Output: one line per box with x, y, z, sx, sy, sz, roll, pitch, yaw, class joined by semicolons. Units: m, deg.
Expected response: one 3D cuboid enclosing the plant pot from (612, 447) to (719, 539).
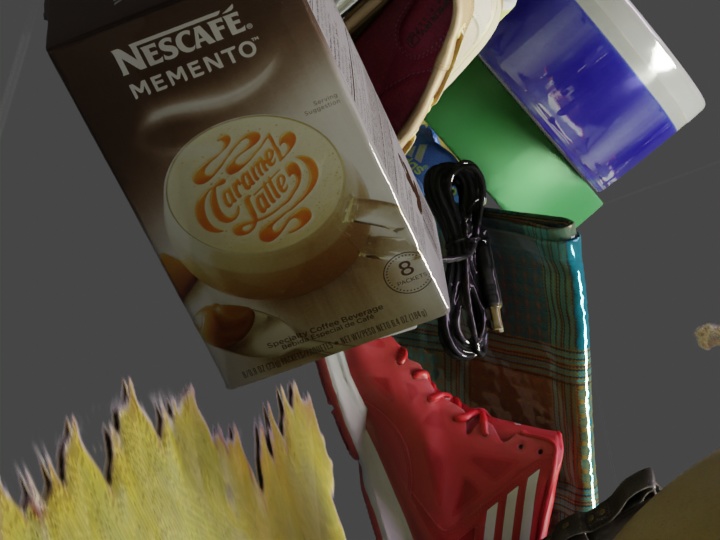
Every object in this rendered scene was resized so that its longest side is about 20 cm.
0.170;0.183;1.237;0.200;0.134;0.201;-20;90;-80;plant pot

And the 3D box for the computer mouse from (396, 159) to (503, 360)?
0.000;0.000;1.399;0.200;0.044;0.110;-6;87;-48;computer mouse

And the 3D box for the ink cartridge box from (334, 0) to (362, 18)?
-0.064;-0.204;1.301;0.200;0.083;0.147;47;9;-1;ink cartridge box

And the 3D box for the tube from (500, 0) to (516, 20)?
-0.003;-0.093;1.360;0.052;0.200;0.058;46;31;-3;tube

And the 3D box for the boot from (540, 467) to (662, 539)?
0.120;0.204;1.444;0.069;0.174;0.200;-101;167;-49;boot

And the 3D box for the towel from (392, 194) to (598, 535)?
0.072;0.060;1.512;0.022;0.146;0.200;-19;111;-44;towel

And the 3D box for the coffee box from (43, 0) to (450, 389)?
-0.049;-0.058;1.181;0.080;0.114;0.200;-96;163;-55;coffee box

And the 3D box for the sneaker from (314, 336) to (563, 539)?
0.049;0.079;1.478;0.078;0.115;0.200;-21;92;-83;sneaker

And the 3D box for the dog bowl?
0.098;-0.142;1.477;0.200;0.079;0.200;49;5;-5;dog bowl

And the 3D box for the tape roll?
0.061;-0.100;1.564;0.200;0.048;0.200;50;5;-5;tape roll

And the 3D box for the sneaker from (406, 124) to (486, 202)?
0.030;-0.019;1.627;0.076;0.105;0.200;59;13;-51;sneaker

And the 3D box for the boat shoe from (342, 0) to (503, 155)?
-0.010;-0.071;1.270;0.074;0.200;0.069;36;12;10;boat shoe
